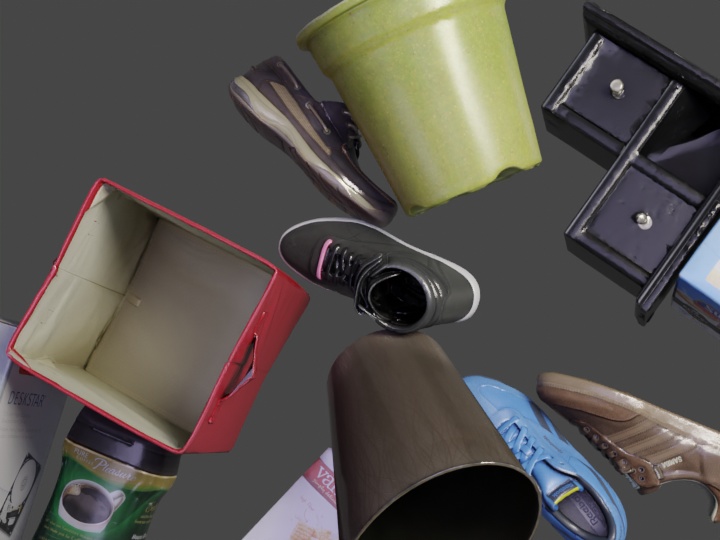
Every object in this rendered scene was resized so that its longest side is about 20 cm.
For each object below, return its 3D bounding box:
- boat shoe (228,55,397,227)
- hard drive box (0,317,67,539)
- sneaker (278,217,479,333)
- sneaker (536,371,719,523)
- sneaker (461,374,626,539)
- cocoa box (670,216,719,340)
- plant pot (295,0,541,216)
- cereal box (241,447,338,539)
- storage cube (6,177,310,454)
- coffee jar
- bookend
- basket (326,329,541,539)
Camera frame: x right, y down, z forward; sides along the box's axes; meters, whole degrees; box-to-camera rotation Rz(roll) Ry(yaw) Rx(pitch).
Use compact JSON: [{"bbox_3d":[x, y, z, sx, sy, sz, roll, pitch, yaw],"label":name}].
[{"bbox_3d":[-0.034,-0.125,1.113,0.200,0.075,0.073,44,83,5],"label":"boat shoe"},{"bbox_3d":[-0.336,0.143,1.071,0.076,0.156,0.202,16,85,9],"label":"hard drive box"},{"bbox_3d":[0.000,0.000,1.064,0.199,0.099,0.071,19,101,22],"label":"sneaker"},{"bbox_3d":[0.238,0.151,1.040,0.199,0.070,0.076,21,86,10],"label":"sneaker"},{"bbox_3d":[0.154,0.164,1.046,0.066,0.078,0.200,-45,78,1],"label":"sneaker"},{"bbox_3d":[0.373,-0.024,1.012,0.133,0.131,0.201,36,88,16],"label":"cocoa box"},{"bbox_3d":[0.068,-0.155,1.058,0.199,0.200,0.185,-22,91,4],"label":"plant pot"},{"bbox_3d":[-0.044,0.278,1.072,0.144,0.040,0.200,43,89,11],"label":"cereal box"},{"bbox_3d":[-0.166,0.048,1.051,0.199,0.180,0.172,27,86,9],"label":"storage cube"},{"bbox_3d":[-0.236,0.226,1.082,0.104,0.085,0.201,20,86,13],"label":"coffee jar"},{"bbox_3d":[0.227,-0.094,1.059,0.200,0.092,0.199,37,89,16],"label":"bookend"},{"bbox_3d":[0.044,0.151,0.990,0.136,0.201,0.180,31,114,-30],"label":"basket"}]
